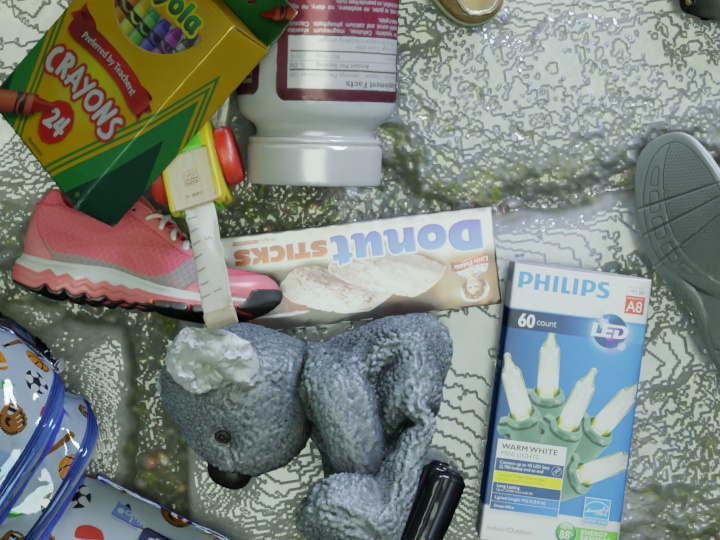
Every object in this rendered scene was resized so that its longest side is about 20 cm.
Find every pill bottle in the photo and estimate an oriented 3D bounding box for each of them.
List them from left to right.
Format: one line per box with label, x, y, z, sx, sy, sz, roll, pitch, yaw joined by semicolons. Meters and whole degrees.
pill bottle;-0.029;-0.160;1.714;0.113;0.114;0.201;2;93;-1

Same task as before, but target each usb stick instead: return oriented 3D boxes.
usb stick;0.025;0.233;1.751;0.032;0.055;0.201;22;84;12

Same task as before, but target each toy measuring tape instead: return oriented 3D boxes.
toy measuring tape;-0.108;-0.040;1.692;0.073;0.074;0.201;-14;64;0

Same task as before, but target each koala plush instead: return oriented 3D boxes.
koala plush;-0.050;0.095;1.708;0.199;0.177;0.185;19;81;-1

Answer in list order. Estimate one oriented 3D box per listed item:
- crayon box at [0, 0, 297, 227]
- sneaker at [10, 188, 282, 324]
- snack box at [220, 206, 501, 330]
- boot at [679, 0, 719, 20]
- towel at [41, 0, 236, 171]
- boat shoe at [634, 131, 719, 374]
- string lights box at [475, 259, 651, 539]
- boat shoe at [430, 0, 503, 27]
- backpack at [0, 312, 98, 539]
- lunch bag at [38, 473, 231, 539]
crayon box;-0.151;-0.147;1.677;0.200;0.051;0.127;-48;57;9
sneaker;-0.151;-0.014;1.732;0.199;0.074;0.087;9;84;11
snack box;0.000;0.000;1.767;0.199;0.024;0.072;-7;92;0
boot;0.222;-0.249;1.735;0.199;0.077;0.139;13;97;0
towel;-0.152;-0.157;1.754;0.132;0.034;0.201;10;94;0
boat shoe;0.260;-0.005;1.757;0.074;0.065;0.203;-28;87;20
string lights box;0.146;0.098;1.756;0.102;0.059;0.201;7;93;0
boat shoe;0.061;-0.272;1.721;0.071;0.076;0.201;-21;94;-21
backpack;-0.274;0.125;1.688;0.154;0.190;0.201;28;92;-8
lunch bag;-0.175;0.264;1.734;0.169;0.124;0.201;27;79;-2
